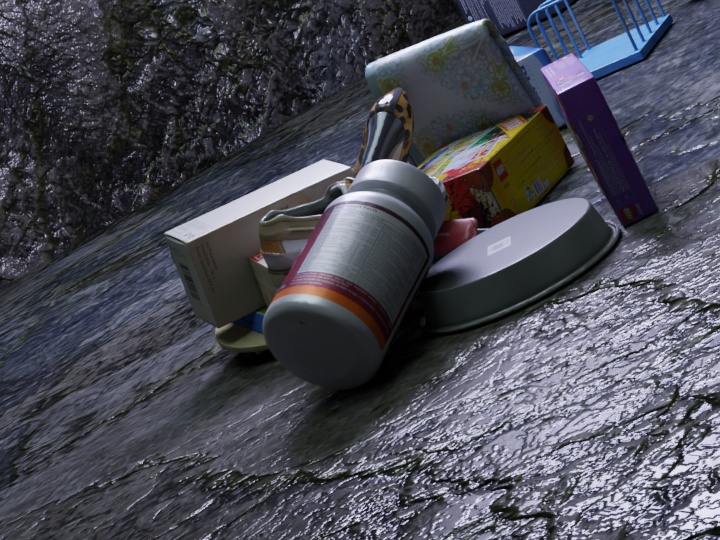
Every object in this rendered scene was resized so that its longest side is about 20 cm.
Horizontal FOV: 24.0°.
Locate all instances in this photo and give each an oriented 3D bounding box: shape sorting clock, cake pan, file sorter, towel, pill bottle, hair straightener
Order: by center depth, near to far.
[{"bbox_3d":[0.000,0.000,1.499,0.110,0.110,0.200,-18,33,42],"label":"pill bottle"},{"bbox_3d":[0.136,-0.008,1.528,0.200,0.037,0.200,-27,11,6],"label":"cake pan"},{"bbox_3d":[0.065,-0.016,1.710,0.077,0.041,0.200,22,-23,-41],"label":"hair straightener"},{"bbox_3d":[-0.060,0.035,1.792,0.200,0.039,0.200,-17,18,6],"label":"shape sorting clock"},{"bbox_3d":[0.121,-0.179,1.926,0.171,0.200,0.048,-19,28,33],"label":"towel"},{"bbox_3d":[0.333,-0.351,2.379,0.139,0.123,0.200,-22,13,29],"label":"file sorter"}]

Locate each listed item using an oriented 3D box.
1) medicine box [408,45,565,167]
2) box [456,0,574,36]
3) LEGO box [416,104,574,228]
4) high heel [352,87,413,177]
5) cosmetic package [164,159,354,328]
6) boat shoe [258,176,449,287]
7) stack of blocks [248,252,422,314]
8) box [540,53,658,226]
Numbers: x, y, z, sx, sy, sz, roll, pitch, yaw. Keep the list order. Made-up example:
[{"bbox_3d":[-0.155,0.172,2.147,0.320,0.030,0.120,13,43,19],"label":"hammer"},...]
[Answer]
[{"bbox_3d":[0.152,-0.200,2.182,0.200,0.103,0.182,-29,11,-3],"label":"medicine box"},{"bbox_3d":[0.323,-0.551,3.298,0.197,0.124,0.200,-21,13,39],"label":"box"},{"bbox_3d":[0.122,-0.090,1.824,0.149,0.077,0.200,-20,14,33],"label":"LEGO box"},{"bbox_3d":[0.023,-0.105,1.902,0.200,0.071,0.143,99,-171,-60],"label":"high heel"},{"bbox_3d":[-0.093,-0.030,1.786,0.200,0.104,0.073,-27,20,-19],"label":"cosmetic package"},{"bbox_3d":[-0.004,-0.053,1.620,0.200,0.068,0.075,-26,19,-23],"label":"boat shoe"},{"bbox_3d":[-0.021,0.007,1.670,0.115,0.059,0.200,-24,18,-16],"label":"stack of blocks"},{"bbox_3d":[0.223,-0.128,1.599,0.039,0.137,0.200,-26,11,7],"label":"box"}]
